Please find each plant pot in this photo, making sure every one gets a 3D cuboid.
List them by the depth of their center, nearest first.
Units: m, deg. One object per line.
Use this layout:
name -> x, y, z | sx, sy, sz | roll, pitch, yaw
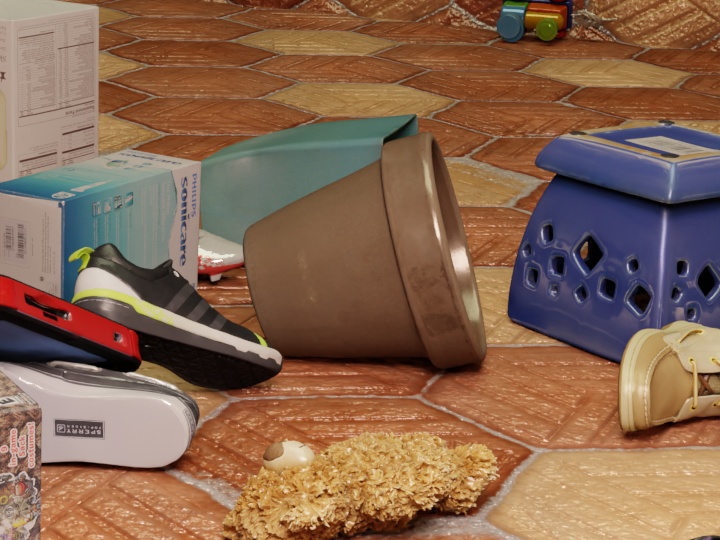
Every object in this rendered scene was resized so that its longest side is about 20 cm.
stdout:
plant pot -> 0.000, 0.000, 1.648 | 0.175, 0.200, 0.200 | -14, 14, 7
plant pot -> 0.268, -0.030, 1.757 | 0.200, 0.180, 0.200 | -8, 18, -37
plant pot -> -0.051, -0.071, 1.947 | 0.200, 0.141, 0.141 | -1, 14, 16

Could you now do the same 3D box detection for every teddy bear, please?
teddy bear -> 0.000, 0.136, 1.322 | 0.200, 0.067, 0.145 | -4, 14, -25

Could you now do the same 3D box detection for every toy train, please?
toy train -> 0.337, -0.430, 3.410 | 0.200, 0.085, 0.116 | 7, 26, 14

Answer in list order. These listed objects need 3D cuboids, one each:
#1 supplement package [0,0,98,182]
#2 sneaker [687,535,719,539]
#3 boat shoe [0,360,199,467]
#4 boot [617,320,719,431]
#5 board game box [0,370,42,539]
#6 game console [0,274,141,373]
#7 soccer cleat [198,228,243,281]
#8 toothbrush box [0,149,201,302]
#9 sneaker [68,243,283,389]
supplement package -> -0.396, -0.196, 2.203 | 0.152, 0.200, 0.151 | 11, 18, 29
sneaker -> 0.178, 0.185, 1.132 | 0.200, 0.088, 0.076 | 10, 17, 25
boat shoe -> -0.215, 0.097, 1.419 | 0.200, 0.072, 0.068 | 4, 14, 4
boot -> 0.294, 0.088, 1.533 | 0.155, 0.073, 0.200 | 7, 11, 26
board game box -> -0.326, 0.120, 1.269 | 0.200, 0.097, 0.159 | -6, 18, -30
game console -> -0.274, 0.053, 1.420 | 0.177, 0.031, 0.200 | -14, -23, 26
soccer cleat -> -0.202, -0.038, 1.880 | 0.200, 0.085, 0.069 | 7, 16, 18
toothbrush box -> -0.224, -0.013, 1.676 | 0.085, 0.146, 0.200 | 12, 19, 29
sneaker -> -0.137, 0.030, 1.524 | 0.072, 0.083, 0.200 | -23, -35, 39
